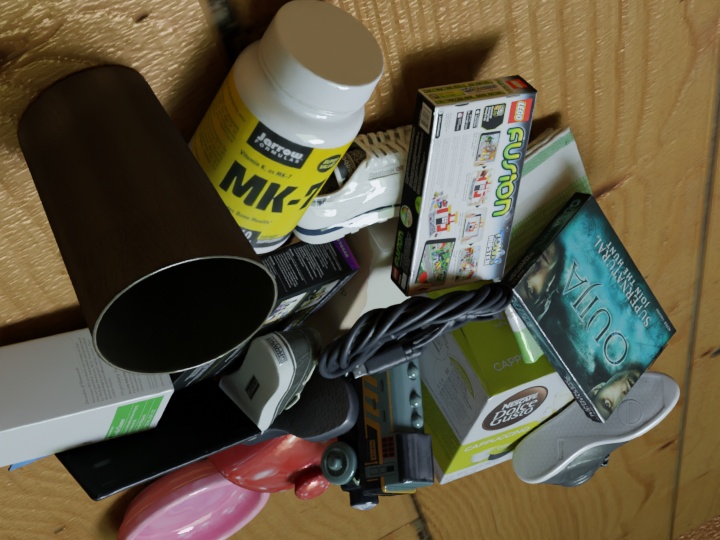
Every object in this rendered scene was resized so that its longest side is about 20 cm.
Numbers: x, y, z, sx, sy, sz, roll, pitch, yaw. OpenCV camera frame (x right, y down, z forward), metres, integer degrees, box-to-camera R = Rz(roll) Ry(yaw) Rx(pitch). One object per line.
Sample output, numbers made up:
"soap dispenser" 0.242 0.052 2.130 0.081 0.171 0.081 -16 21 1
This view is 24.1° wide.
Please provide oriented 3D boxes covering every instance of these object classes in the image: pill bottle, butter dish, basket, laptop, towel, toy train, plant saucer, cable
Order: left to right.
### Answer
"laptop" -0.230 0.180 1.692 0.186 0.200 0.117 -20 131 -30
"basket" -0.171 -0.044 1.277 0.136 0.201 0.180 -35 156 10
"plant saucer" -0.207 0.288 2.038 0.200 0.051 0.201 -25 155 -12
"pill bottle" -0.067 -0.115 1.361 0.114 0.115 0.200 -9 147 -38
"butter dish" -0.080 0.185 1.867 0.200 0.148 0.199 -38 155 16
"toy train" 0.019 0.150 1.789 0.113 0.201 0.085 -12 164 34
"cable" 0.051 0.048 1.620 0.199 0.051 0.163 -21 167 4
"towel" 0.184 -0.028 1.711 0.149 0.031 0.201 -33 115 -26

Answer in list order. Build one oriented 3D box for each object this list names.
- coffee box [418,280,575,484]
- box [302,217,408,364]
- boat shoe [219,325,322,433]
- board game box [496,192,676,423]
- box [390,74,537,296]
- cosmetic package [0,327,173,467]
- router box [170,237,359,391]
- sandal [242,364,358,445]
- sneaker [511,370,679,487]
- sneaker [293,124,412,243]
"coffee box" 0.146 0.079 1.852 0.199 0.201 0.198 -17 152 -26
"box" 0.000 0.000 1.675 0.077 0.095 0.200 -13 149 -32
"boat shoe" -0.086 0.112 1.670 0.063 0.071 0.200 -22 167 -27
"board game box" 0.233 0.040 1.712 0.135 0.028 0.200 -49 121 -19
"box" 0.093 -0.076 1.543 0.109 0.035 0.201 -11 127 -27
"cosmetic package" -0.286 0.115 1.563 0.199 0.085 0.108 -14 160 -22
"router box" -0.110 0.043 1.625 0.149 0.051 0.200 -20 165 -38
"sandal" -0.063 0.140 1.722 0.043 0.077 0.200 18 163 -35
"sneaker" 0.265 0.173 1.844 0.199 0.071 0.099 -33 157 16
"sneaker" 0.021 -0.095 1.550 0.199 0.077 0.081 -28 145 -10
